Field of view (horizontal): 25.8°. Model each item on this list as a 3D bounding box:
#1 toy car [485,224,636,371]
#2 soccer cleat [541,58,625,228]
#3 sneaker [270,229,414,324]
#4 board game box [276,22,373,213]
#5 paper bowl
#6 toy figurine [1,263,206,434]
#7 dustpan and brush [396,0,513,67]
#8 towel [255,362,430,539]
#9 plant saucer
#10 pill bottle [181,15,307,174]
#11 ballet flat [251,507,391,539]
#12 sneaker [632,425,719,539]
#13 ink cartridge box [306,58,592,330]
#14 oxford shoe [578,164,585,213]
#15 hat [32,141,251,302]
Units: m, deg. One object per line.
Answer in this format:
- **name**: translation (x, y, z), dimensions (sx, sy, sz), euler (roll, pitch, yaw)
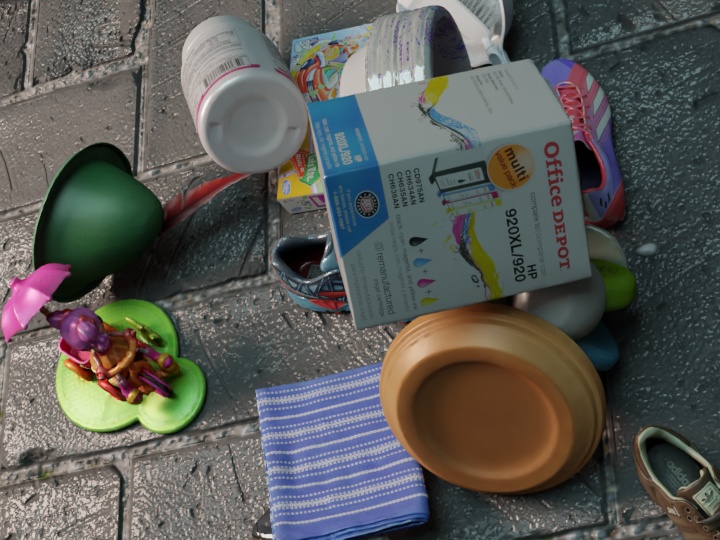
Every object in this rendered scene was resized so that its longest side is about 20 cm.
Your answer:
- **toy car**: translation (0.148, 0.043, 1.408), dimensions (0.199, 0.175, 0.151), euler (-1, 101, 18)
- **soccer cleat**: translation (0.207, -0.131, 1.503), dimensions (0.066, 0.076, 0.201), euler (-19, 58, 17)
- **sneaker**: translation (0.000, 0.000, 1.527), dimensions (0.199, 0.096, 0.080), euler (-3, 64, 26)
- **board game box**: translation (-0.014, -0.164, 1.659), dimensions (0.134, 0.034, 0.201), euler (-8, 61, 23)
- **paper bowl**: translation (0.048, -0.147, 1.512), dimensions (0.104, 0.201, 0.202), euler (-10, 61, 17)
- **toy figurine**: translation (-0.273, 0.071, 1.574), dimensions (0.200, 0.184, 0.150), euler (26, 78, 34)
- **dustpan and brush**: translation (0.124, -0.242, 1.597), dimensions (0.200, 0.140, 0.057), euler (44, 44, 3)
- **towel**: translation (-0.020, 0.168, 1.449), dimensions (0.144, 0.024, 0.200), euler (-13, 44, 1)
- **plant saucer**: translation (0.110, 0.119, 1.353), dimensions (0.199, 0.201, 0.038), euler (-9, 29, 23)
- **pill bottle**: translation (-0.127, -0.190, 1.650), dimensions (0.113, 0.113, 0.200), euler (-35, 31, 6)
- **ballet flat**: translation (-0.013, 0.255, 1.419), dimensions (0.199, 0.073, 0.073), euler (20, 75, 36)
- **sneaker**: translation (0.290, 0.205, 1.286), dimensions (0.070, 0.076, 0.200), euler (-44, 53, -1)
- **ink cartridge box**: translation (0.071, -0.065, 1.288), dimensions (0.199, 0.148, 0.145), euler (-13, 29, -2)
- **oxford shoe**: translation (0.100, -0.072, 1.413), dimensions (0.199, 0.073, 0.071), euler (-8, 18, -4)
- **hat**: translation (-0.216, -0.036, 1.621), dimensions (0.175, 0.165, 0.201), euler (19, 103, 23)
